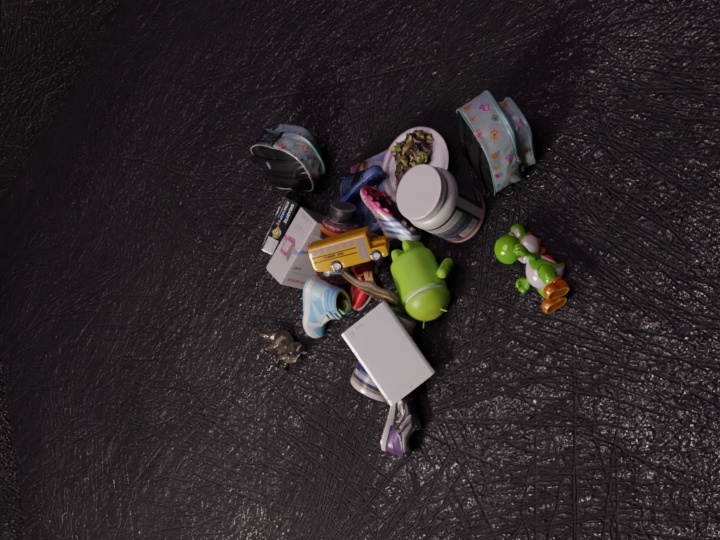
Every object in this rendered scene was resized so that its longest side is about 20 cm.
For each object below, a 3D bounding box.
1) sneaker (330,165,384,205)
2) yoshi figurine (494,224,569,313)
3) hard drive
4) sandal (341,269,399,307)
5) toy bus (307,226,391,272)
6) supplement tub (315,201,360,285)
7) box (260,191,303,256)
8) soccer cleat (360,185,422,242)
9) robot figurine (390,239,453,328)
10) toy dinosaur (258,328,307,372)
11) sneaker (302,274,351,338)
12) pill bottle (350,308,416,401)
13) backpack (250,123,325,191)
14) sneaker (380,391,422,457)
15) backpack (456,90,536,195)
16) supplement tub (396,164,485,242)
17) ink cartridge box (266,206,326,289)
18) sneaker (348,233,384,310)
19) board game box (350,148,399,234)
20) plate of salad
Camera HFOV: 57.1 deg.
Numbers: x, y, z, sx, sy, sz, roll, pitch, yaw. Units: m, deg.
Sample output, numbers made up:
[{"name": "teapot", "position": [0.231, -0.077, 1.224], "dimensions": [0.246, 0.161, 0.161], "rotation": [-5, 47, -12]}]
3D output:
[{"name": "sneaker", "position": [-0.015, -0.229, 1.731], "dimensions": [0.199, 0.069, 0.080], "rotation": [-37, 63, 40]}, {"name": "yoshi figurine", "position": [0.352, -0.008, 1.407], "dimensions": [0.113, 0.110, 0.203], "rotation": [-48, 50, 29]}, {"name": "hard drive", "position": [0.064, 0.191, 1.530], "dimensions": [0.131, 0.026, 0.202], "rotation": [-37, 86, 6]}, {"name": "sandal", "position": [0.031, 0.033, 1.611], "dimensions": [0.198, 0.080, 0.055], "rotation": [23, 79, 50]}, {"name": "toy bus", "position": [-0.026, -0.052, 1.640], "dimensions": [0.195, 0.065, 0.080], "rotation": [-15, 106, 15]}, {"name": "supplement tub", "position": [-0.057, -0.073, 1.731], "dimensions": [0.106, 0.105, 0.205], "rotation": [30, 121, 40]}, {"name": "box", "position": [-0.222, -0.138, 1.887], "dimensions": [0.162, 0.045, 0.200], "rotation": [-64, 6, 9]}, {"name": "soccer cleat", "position": [0.065, -0.126, 1.649], "dimensions": [0.199, 0.069, 0.087], "rotation": [42, 130, 17]}, {"name": "robot figurine", "position": [0.141, 0.029, 1.569], "dimensions": [0.175, 0.114, 0.204], "rotation": [-40, 57, 33]}, {"name": "toy dinosaur", "position": [-0.216, 0.218, 1.873], "dimensions": [0.103, 0.077, 0.200], "rotation": [-51, 47, 4]}, {"name": "sneaker", "position": [-0.083, 0.117, 1.737], "dimensions": [0.128, 0.080, 0.204], "rotation": [20, 136, 23]}, {"name": "pill bottle", "position": [0.061, 0.201, 1.601], "dimensions": [0.110, 0.110, 0.204], "rotation": [29, 99, 40]}, {"name": "backpack", "position": [-0.194, -0.320, 1.900], "dimensions": [0.197, 0.179, 0.152], "rotation": [20, 61, 40]}, {"name": "sneaker", "position": [0.114, 0.336, 1.564], "dimensions": [0.085, 0.075, 0.206], "rotation": [12, 88, 21]}, {"name": "backpack", "position": [0.295, -0.292, 1.461], "dimensions": [0.151, 0.200, 0.179], "rotation": [-30, 58, 12]}, {"name": "supplement tub", "position": [0.186, -0.153, 1.519], "dimensions": [0.138, 0.198, 0.145], "rotation": [-11, 72, 37]}, {"name": "ink cartridge box", "position": [-0.148, -0.054, 1.818], "dimensions": [0.085, 0.143, 0.202], "rotation": [43, 107, 34]}, {"name": "sneaker", "position": [0.000, 0.000, 1.718], "dimensions": [0.076, 0.084, 0.205], "rotation": [17, 90, 41]}, {"name": "board game box", "position": [0.064, -0.208, 1.741], "dimensions": [0.196, 0.043, 0.206], "rotation": [-18, 69, 35]}, {"name": "plate of salad", "position": [0.128, -0.262, 1.644], "dimensions": [0.196, 0.048, 0.206], "rotation": [-10, 74, 35]}]
